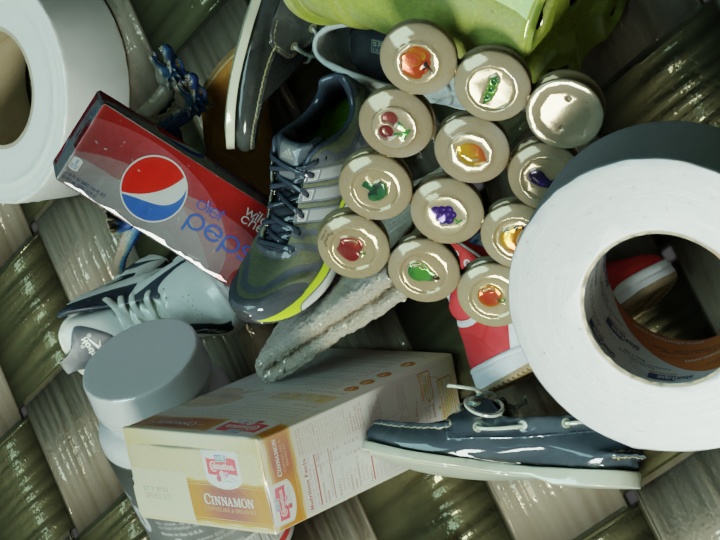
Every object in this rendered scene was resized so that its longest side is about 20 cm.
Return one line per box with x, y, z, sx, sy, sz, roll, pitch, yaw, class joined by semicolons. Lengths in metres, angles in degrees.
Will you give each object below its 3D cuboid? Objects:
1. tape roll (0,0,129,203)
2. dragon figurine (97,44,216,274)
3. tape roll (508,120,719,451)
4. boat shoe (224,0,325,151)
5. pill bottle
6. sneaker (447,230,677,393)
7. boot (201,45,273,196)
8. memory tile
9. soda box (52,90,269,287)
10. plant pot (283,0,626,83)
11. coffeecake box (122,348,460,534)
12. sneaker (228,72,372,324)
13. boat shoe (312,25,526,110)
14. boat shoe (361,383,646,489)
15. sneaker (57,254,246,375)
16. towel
-0.287;-0.160;1.951;0.202;0.071;0.204;11;105;45;tape roll
-0.157;-0.075;1.739;0.059;0.099;0.201;-124;24;-50;dragon figurine
0.195;0.012;1.406;0.199;0.066;0.202;8;116;17;tape roll
-0.054;-0.181;1.662;0.067;0.072;0.201;18;87;0;boat shoe
-0.135;0.143;1.756;0.113;0.114;0.201;16;139;44;pill bottle
0.125;0.003;1.541;0.200;0.071;0.113;-33;76;47;sneaker
-0.072;-0.074;1.749;0.144;0.071;0.202;49;132;21;boot
0.063;-0.059;1.460;0.152;0.017;0.201;20;124;0;memory tile
-0.126;-0.050;1.667;0.070;0.199;0.063;-56;16;6;soda box
0.076;-0.214;1.485;0.184;0.200;0.201;33;121;25;plant pot
-0.047;0.120;1.647;0.153;0.199;0.074;1;106;47;coffeecake box
-0.044;-0.055;1.603;0.074;0.081;0.201;12;66;34;sneaker
0.047;-0.147;1.599;0.199;0.065;0.074;7;103;46;boat shoe
0.098;0.114;1.555;0.199;0.075;0.062;3;82;22;boat shoe
-0.175;0.044;1.792;0.199;0.129;0.080;9;132;58;sneaker
0.000;0.000;1.630;0.034;0.133;0.200;41;140;-12;towel
